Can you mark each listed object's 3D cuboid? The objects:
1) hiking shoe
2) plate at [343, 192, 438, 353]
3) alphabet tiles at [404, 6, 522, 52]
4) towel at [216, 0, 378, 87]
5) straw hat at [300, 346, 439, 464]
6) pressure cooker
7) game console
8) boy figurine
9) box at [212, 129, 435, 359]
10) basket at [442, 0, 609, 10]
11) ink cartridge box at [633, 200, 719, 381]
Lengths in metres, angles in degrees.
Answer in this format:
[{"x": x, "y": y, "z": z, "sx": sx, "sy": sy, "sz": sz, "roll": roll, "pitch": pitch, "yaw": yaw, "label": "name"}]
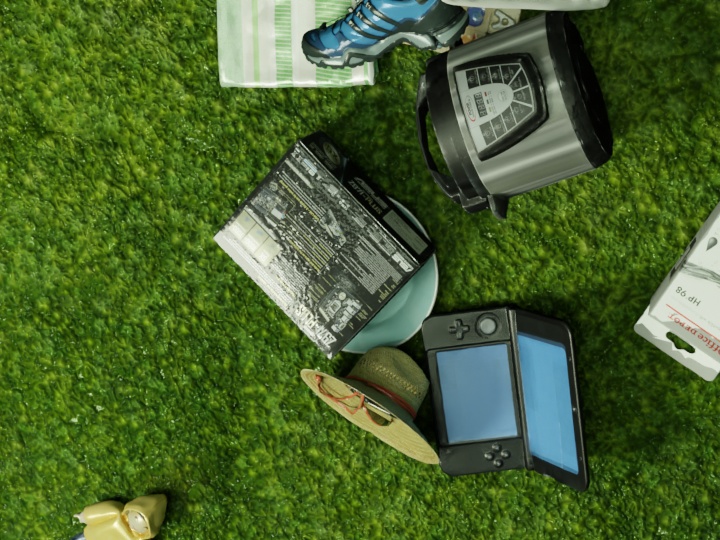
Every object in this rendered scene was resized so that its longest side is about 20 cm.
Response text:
[{"x": 0.019, "y": -0.279, "z": 1.394, "sx": 0.197, "sy": 0.075, "sz": 0.087, "roll": -9, "pitch": 125, "yaw": 25, "label": "hiking shoe"}, {"x": 0.000, "y": 0.000, "z": 1.545, "sx": 0.197, "sy": 0.026, "sz": 0.204, "roll": 4, "pitch": 105, "yaw": 16, "label": "plate"}, {"x": 0.091, "y": -0.331, "z": 1.442, "sx": 0.197, "sy": 0.006, "sz": 0.169, "roll": 16, "pitch": 108, "yaw": 12, "label": "alphabet tiles"}, {"x": -0.075, "y": -0.288, "z": 1.489, "sx": 0.197, "sy": 0.023, "sz": 0.155, "roll": 3, "pitch": 106, "yaw": 17, "label": "towel"}, {"x": 0.030, "y": 0.138, "z": 1.527, "sx": 0.200, "sy": 0.201, "sz": 0.086, "roll": 33, "pitch": 74, "yaw": 6, "label": "straw hat"}, {"x": 0.155, "y": -0.164, "z": 1.378, "sx": 0.197, "sy": 0.177, "sz": 0.180, "roll": -17, "pitch": 125, "yaw": 20, "label": "pressure cooker"}, {"x": 0.164, "y": 0.151, "z": 1.483, "sx": 0.173, "sy": 0.116, "sz": 0.203, "roll": -7, "pitch": 102, "yaw": 6, "label": "game console"}, {"x": -0.327, "y": 0.364, "z": 1.716, "sx": 0.199, "sy": 0.064, "sz": 0.125, "roll": -33, "pitch": 90, "yaw": 24, "label": "boy figurine"}, {"x": -0.041, "y": -0.031, "z": 1.489, "sx": 0.200, "sy": 0.086, "sz": 0.164, "roll": 44, "pitch": 112, "yaw": 2, "label": "box"}, {"x": 0.170, "y": -0.353, "z": 1.291, "sx": 0.197, "sy": 0.125, "sz": 0.136, "roll": -3, "pitch": 147, "yaw": -21, "label": "basket"}, {"x": 0.396, "y": 0.026, "z": 1.412, "sx": 0.115, "sy": 0.067, "sz": 0.202, "roll": 33, "pitch": 111, "yaw": 5, "label": "ink cartridge box"}]
